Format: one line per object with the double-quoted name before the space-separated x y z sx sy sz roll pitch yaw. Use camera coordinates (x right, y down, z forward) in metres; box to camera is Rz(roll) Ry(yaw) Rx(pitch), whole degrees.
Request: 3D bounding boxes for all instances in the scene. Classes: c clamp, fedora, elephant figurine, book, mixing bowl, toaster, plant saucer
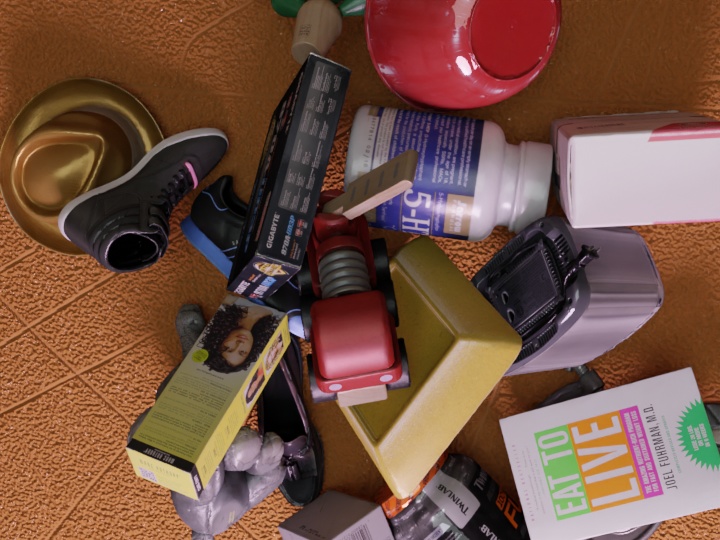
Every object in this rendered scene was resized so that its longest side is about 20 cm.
"c clamp" 0.256 0.180 1.019 0.170 0.027 0.202 -36 69 20
"fedora" -0.307 -0.108 1.047 0.196 0.082 0.205 1 99 6
"elephant figurine" -0.175 0.167 1.052 0.154 0.143 0.200 -35 51 -19
"book" 0.252 0.189 0.980 0.197 0.048 0.136 -18 72 13
"mixing bowl" 0.112 -0.236 0.917 0.197 0.108 0.204 -11 115 -23
"toaster" 0.199 0.022 0.951 0.200 0.127 0.115 -49 50 46
"plant saucer" 0.039 0.085 0.983 0.048 0.200 0.201 24 108 -40

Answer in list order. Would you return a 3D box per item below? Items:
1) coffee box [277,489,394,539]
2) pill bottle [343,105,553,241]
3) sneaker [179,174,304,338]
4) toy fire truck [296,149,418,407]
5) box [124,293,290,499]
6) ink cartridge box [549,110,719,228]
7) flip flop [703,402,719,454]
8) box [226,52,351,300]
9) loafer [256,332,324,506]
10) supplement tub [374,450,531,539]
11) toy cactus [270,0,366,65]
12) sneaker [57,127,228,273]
"coffee box" 0.002 0.348 1.046 0.079 0.112 0.203 -27 101 -28
"pill bottle" 0.087 -0.093 0.983 0.196 0.120 0.122 8 99 6
"sneaker" -0.099 -0.014 1.044 0.199 0.070 0.078 41 106 0
"toy fire truck" 0.000 0.000 0.882 0.126 0.201 0.179 -9 56 0
"box" -0.144 0.118 0.964 0.074 0.202 0.051 15 142 17
"ink cartridge box" 0.256 -0.099 0.921 0.143 0.200 0.087 -2 104 7
"flip flop" 0.323 0.189 1.031 0.197 0.057 0.083 -18 76 25
"box" -0.072 -0.083 0.949 0.045 0.159 0.204 17 74 -14
"loafer" -0.086 0.166 1.072 0.070 0.063 0.204 -8 97 8
"supplement tub" 0.115 0.281 1.035 0.200 0.123 0.123 45 101 -2
"toy cactus" -0.029 -0.273 0.959 0.196 0.103 0.167 9 55 11
"sneaker" -0.202 -0.067 1.008 0.199 0.071 0.099 -34 53 -17
